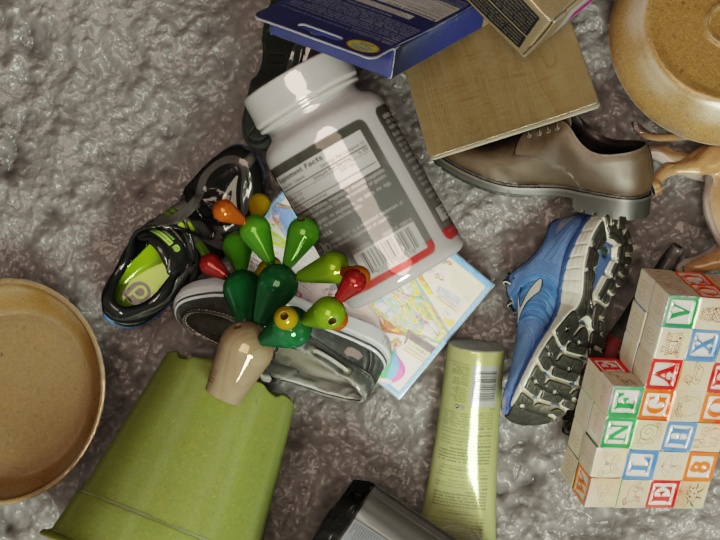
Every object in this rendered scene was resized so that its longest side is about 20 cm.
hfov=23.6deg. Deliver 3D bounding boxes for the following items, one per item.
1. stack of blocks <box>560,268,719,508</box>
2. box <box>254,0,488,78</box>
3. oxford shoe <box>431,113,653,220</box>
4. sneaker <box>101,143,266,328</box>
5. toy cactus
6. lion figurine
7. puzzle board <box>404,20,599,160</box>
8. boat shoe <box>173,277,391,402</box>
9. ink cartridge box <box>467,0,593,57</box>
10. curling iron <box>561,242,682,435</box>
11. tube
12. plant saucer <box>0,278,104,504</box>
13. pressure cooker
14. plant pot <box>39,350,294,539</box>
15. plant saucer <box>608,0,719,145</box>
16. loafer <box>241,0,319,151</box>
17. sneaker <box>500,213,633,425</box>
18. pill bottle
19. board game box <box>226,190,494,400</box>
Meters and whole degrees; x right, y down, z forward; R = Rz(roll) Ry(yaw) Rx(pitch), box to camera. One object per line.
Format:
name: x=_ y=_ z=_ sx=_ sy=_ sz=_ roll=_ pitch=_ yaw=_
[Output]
stack of blocks: x=0.252 y=0.101 z=1.457 sx=0.115 sy=0.059 sz=0.200 roll=4 pitch=113 yaw=-18
box: x=0.011 y=-0.210 z=1.443 sx=0.121 sy=0.200 sz=0.032 roll=23 pitch=122 yaw=24
oxford shoe: x=0.158 y=-0.106 z=1.496 sx=0.200 sy=0.073 sz=0.084 roll=10 pitch=115 yaw=13
sneaker: x=-0.155 y=-0.026 z=1.525 sx=0.071 sy=0.083 sz=0.200 roll=42 pitch=89 yaw=2
toy cactus: x=-0.082 y=0.030 z=1.404 sx=0.200 sy=0.102 sz=0.165 roll=30 pitch=95 yaw=45
lion figurine: x=0.321 y=-0.055 z=1.501 sx=0.122 sy=0.072 sz=0.200 roll=-19 pitch=86 yaw=0
puzzle board: x=0.110 y=-0.199 z=1.503 sx=0.151 sy=0.017 sz=0.200 roll=-18 pitch=60 yaw=7
boat shoe: x=-0.075 y=0.061 z=1.483 sx=0.200 sy=0.072 sz=0.071 roll=13 pitch=50 yaw=15
ink cartridge box: x=0.159 y=-0.305 z=1.471 sx=0.200 sy=0.075 sz=0.165 roll=-40 pitch=85 yaw=-25
curling iron: x=0.231 y=0.064 z=1.494 sx=0.026 sy=0.050 sz=0.200 roll=19 pitch=109 yaw=-24
tube: x=0.092 y=0.162 z=1.528 sx=0.058 sy=0.052 sz=0.200 roll=14 pitch=102 yaw=46
plant saucer: x=-0.313 y=0.109 z=1.533 sx=0.200 sy=0.035 sz=0.200 roll=-3 pitch=79 yaw=16
pressure cooker: x=0.029 y=0.298 z=1.460 sx=0.200 sy=0.179 sz=0.176 roll=32 pitch=100 yaw=5
plant pot: x=-0.147 y=0.177 z=1.487 sx=0.200 sy=0.200 sz=0.190 roll=21 pitch=78 yaw=4
plant saucer: x=0.318 y=-0.209 z=1.499 sx=0.200 sy=0.035 sz=0.200 roll=0 pitch=77 yaw=1
loafer: x=-0.049 y=-0.198 z=1.540 sx=0.072 sy=0.063 sz=0.200 roll=18 pitch=89 yaw=44
sneaker: x=0.167 y=0.042 z=1.505 sx=0.079 sy=0.089 sz=0.200 roll=34 pitch=72 yaw=-38
pill bottle: x=-0.009 y=-0.079 z=1.453 sx=0.114 sy=0.114 sz=0.200 roll=-30 pitch=92 yaw=3
board game box: x=0.000 y=0.000 z=1.531 sx=0.200 sy=0.034 sz=0.134 roll=40 pitch=92 yaw=-2
